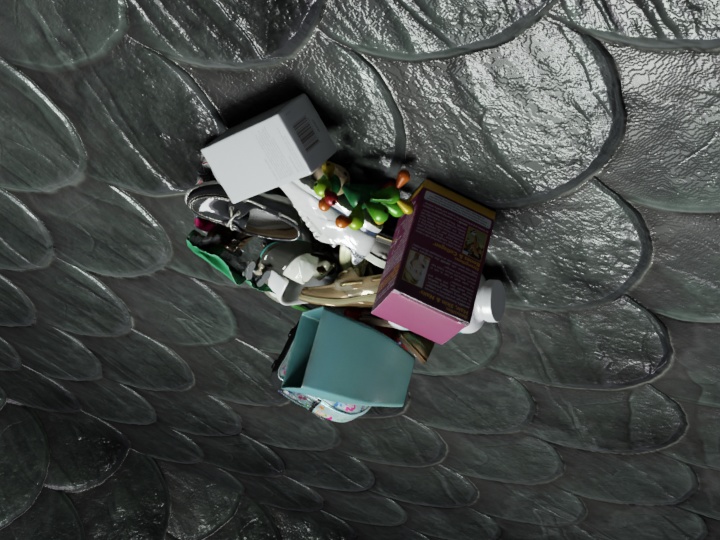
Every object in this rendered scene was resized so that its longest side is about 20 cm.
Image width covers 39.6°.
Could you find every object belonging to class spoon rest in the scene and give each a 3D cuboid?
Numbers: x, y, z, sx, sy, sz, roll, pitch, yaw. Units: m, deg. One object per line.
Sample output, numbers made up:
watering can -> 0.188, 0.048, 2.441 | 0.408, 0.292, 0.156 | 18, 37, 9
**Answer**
spoon rest -> -0.101, 0.025, 1.789 | 0.099, 0.061, 0.199 | 38, -160, 23

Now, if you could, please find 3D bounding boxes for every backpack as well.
backpack -> -0.049, 0.184, 1.899 | 0.198, 0.179, 0.150 | 34, 153, -11

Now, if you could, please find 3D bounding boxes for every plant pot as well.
plant pot -> -0.014, 0.166, 1.761 | 0.197, 0.144, 0.141 | 19, 168, -17

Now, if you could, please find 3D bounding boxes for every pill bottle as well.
pill bottle -> 0.145, 0.050, 1.715 | 0.196, 0.113, 0.111 | 1, 148, 31

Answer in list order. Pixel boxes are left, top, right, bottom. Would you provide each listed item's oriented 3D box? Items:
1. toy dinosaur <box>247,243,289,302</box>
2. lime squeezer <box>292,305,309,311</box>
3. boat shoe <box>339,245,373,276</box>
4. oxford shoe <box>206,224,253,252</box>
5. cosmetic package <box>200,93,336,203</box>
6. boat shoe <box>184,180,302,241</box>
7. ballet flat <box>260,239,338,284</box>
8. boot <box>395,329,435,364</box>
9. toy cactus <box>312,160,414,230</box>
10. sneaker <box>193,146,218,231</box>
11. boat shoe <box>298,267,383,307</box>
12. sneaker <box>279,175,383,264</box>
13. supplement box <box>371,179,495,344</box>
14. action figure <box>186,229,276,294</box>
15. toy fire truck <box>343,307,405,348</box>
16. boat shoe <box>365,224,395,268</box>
toy dinosaur -> -0.155, 0.014, 1.845 | 0.076, 0.104, 0.201 | 2, 148, 28
lime squeezer -> -0.063, 0.134, 2.054 | 0.202, 0.070, 0.038 | 56, 163, -5
boat shoe -> 0.001, -0.003, 1.758 | 0.062, 0.074, 0.203 | 10, 142, 9
oxford shoe -> -0.211, -0.067, 1.755 | 0.072, 0.086, 0.199 | 32, 148, -22
cosmetic package -> -0.138, -0.178, 1.486 | 0.198, 0.074, 0.103 | -12, 114, 47
boat shoe -> -0.186, -0.090, 1.616 | 0.196, 0.061, 0.074 | 13, 133, -24
ballet flat -> -0.093, -0.015, 1.709 | 0.069, 0.068, 0.199 | 48, -158, 18
boot -> 0.114, 0.111, 1.803 | 0.074, 0.075, 0.200 | 49, -169, -3
toy cactus -> -0.015, -0.128, 1.500 | 0.198, 0.104, 0.164 | -4, -148, -44
sneaker -> -0.237, -0.134, 1.657 | 0.079, 0.076, 0.201 | 19, 152, -2
boat shoe -> -0.010, 0.029, 1.699 | 0.196, 0.066, 0.071 | -1, 175, 14
sneaker -> -0.063, -0.092, 1.570 | 0.198, 0.076, 0.081 | 36, 114, 6
supplement box -> 0.113, -0.013, 1.525 | 0.129, 0.203, 0.103 | 24, 152, -11
action figure -> -0.234, -0.025, 1.685 | 0.198, 0.055, 0.118 | 28, 175, 40
toy fire truck -> 0.027, 0.097, 1.942 | 0.197, 0.049, 0.141 | 27, 152, -15
boat shoe -> -0.021, -0.083, 1.635 | 0.199, 0.072, 0.061 | 33, 107, -4
